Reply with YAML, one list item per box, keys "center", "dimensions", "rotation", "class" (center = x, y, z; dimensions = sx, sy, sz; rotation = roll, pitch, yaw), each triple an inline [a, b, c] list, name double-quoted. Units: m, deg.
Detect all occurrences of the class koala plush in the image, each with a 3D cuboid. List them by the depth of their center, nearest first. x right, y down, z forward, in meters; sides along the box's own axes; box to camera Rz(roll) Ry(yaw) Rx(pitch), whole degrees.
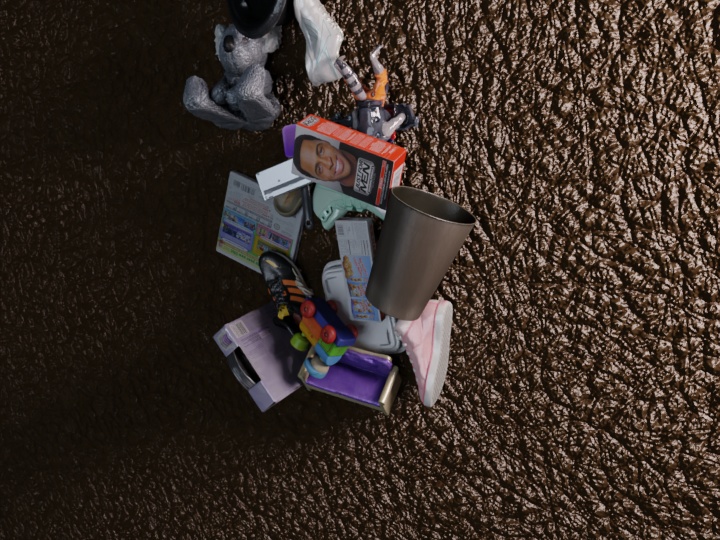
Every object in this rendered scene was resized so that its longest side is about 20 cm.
- center: [-0.232, -0.394, 1.511]
  dimensions: [0.173, 0.183, 0.206]
  rotation: [-5, 79, 22]
  class: "koala plush"

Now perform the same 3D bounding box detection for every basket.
- center: [0.092, -0.026, 1.372]
  dimensions: [0.136, 0.177, 0.203]
  rotation: [46, 120, 47]
  class: "basket"

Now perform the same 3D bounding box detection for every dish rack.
- center: [0.002, 0.077, 1.537]
  dimensions: [0.168, 0.043, 0.205]
  rotation: [-9, 99, 31]
  class: "dish rack"

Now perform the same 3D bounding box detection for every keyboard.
- center: [-0.106, -0.192, 1.468]
  dimensions: [0.196, 0.011, 0.058]
  rotation: [-19, 88, 17]
  class: "keyboard"

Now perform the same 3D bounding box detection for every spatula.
- center: [-0.111, -0.180, 1.485]
  dimensions: [0.055, 0.021, 0.205]
  rotation: [-8, 95, 13]
  class: "spatula"

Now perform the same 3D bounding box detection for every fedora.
- center: [-0.169, -0.532, 1.445]
  dimensions: [0.198, 0.090, 0.206]
  rotation: [3, 94, 44]
  class: "fedora"

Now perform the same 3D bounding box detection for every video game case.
- center: [-0.212, -0.090, 1.634]
  dimensions: [0.197, 0.022, 0.186]
  rotation: [25, 113, 22]
  class: "video game case"

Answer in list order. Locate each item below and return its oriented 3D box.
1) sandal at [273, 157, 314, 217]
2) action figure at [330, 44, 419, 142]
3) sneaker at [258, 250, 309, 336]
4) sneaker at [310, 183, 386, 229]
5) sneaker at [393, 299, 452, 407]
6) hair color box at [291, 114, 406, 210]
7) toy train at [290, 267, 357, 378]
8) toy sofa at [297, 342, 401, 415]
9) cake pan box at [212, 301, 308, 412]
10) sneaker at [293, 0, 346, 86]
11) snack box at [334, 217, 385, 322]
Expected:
- center: [-0.121, -0.198, 1.525]
  dimensions: [0.080, 0.054, 0.203]
  rotation: [33, 105, 19]
  class: "sandal"
- center: [-0.004, -0.292, 1.407]
  dimensions: [0.196, 0.104, 0.198]
  rotation: [-5, 110, 35]
  class: "action figure"
- center: [-0.151, 0.055, 1.576]
  dimensions: [0.069, 0.090, 0.203]
  rotation: [-28, 99, 26]
  class: "sneaker"
- center: [-0.013, -0.116, 1.477]
  dimensions: [0.199, 0.073, 0.120]
  rotation: [37, 112, 29]
  class: "sneaker"
- center: [0.112, 0.150, 1.469]
  dimensions: [0.102, 0.075, 0.206]
  rotation: [9, 99, 23]
  class: "sneaker"
- center: [-0.023, -0.195, 1.383]
  dimensions: [0.196, 0.061, 0.103]
  rotation: [22, 127, 17]
  class: "hair color box"
- center: [-0.102, 0.105, 1.519]
  dimensions: [0.200, 0.084, 0.117]
  rotation: [47, 116, 30]
  class: "toy train"
- center: [-0.023, 0.207, 1.532]
  dimensions: [0.196, 0.084, 0.098]
  rotation: [14, 150, 24]
  class: "toy sofa"
- center: [-0.188, 0.172, 1.581]
  dimensions: [0.052, 0.199, 0.186]
  rotation: [-40, 84, 28]
  class: "cake pan box"
- center: [-0.072, -0.452, 1.437]
  dimensions: [0.078, 0.071, 0.205]
  rotation: [-6, 111, 18]
  class: "sneaker"
- center: [0.000, 0.000, 1.462]
  dimensions: [0.070, 0.024, 0.205]
  rotation: [3, 112, 29]
  class: "snack box"
